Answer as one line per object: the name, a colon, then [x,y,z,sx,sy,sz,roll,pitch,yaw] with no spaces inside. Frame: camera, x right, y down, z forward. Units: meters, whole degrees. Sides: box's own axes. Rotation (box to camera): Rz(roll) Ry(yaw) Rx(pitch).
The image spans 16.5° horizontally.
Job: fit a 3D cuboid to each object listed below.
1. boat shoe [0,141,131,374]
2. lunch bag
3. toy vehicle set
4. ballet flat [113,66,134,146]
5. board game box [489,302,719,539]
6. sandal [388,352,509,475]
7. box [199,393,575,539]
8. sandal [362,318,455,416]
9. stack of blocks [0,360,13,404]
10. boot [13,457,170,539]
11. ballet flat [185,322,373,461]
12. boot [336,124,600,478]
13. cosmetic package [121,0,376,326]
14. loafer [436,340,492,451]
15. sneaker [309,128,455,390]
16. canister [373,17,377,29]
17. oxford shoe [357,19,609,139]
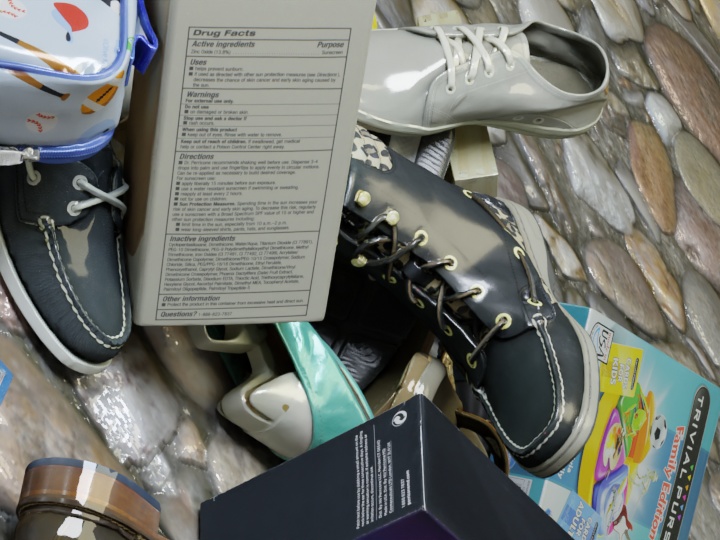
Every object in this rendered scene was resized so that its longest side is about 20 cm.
boat shoe: [-0.149,-0.049,1.222,0.075,0.060,0.201,5,61,-62]
lunch bag: [-0.175,-0.137,1.160,0.159,0.076,0.201,8,49,-13]
toy vehicle set: [0.060,-0.052,1.555,0.200,0.026,0.125,87,-7,-58]
ballet flat: [-0.157,-0.132,1.300,0.201,0.069,0.063,54,33,4]
board game box: [0.155,0.120,1.574,0.200,0.047,0.152,28,74,-53]
sandal: [0.056,0.109,1.401,0.200,0.054,0.081,69,38,-63]
box: [0.031,0.170,1.259,0.200,0.141,0.079,44,32,-35]
sandal: [0.033,0.048,1.465,0.070,0.077,0.212,48,22,-23]
stack of blocks: [-0.217,0.069,0.968,0.115,0.058,0.200,52,26,-21]
boot: [-0.093,0.171,1.124,0.200,0.074,0.098,40,50,-40]
ballet flat: [-0.058,0.042,1.324,0.070,0.067,0.201,-27,90,-42]
boot: [0.040,0.011,1.309,0.153,0.074,0.204,28,29,-31]
cosmetic package: [-0.059,-0.074,1.211,0.104,0.201,0.071,0,34,-17]
loafer: [0.110,0.088,1.604,0.199,0.072,0.073,12,76,-54]
sneaker: [0.001,0.000,1.452,0.075,0.115,0.202,21,68,-2]
canister: [-0.066,-0.119,1.430,0.149,0.086,0.201,50,29,-23]
oxford shoe: [0.058,-0.116,1.417,0.199,0.058,0.076,2,56,-25]
